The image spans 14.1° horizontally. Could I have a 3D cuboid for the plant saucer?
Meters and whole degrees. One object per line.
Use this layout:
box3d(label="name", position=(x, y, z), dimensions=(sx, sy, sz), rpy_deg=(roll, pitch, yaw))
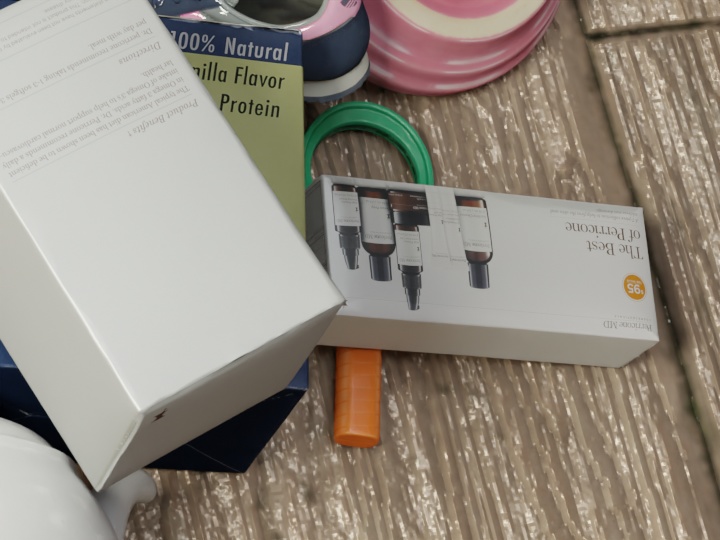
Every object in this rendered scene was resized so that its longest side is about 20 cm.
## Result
box3d(label="plant saucer", position=(0.043, -0.201, 1.644), dimensions=(0.200, 0.051, 0.202), rpy_deg=(4, 83, -31))

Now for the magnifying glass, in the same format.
box3d(label="magnifying glass", position=(0.000, 0.000, 1.601), dimensions=(0.079, 0.022, 0.201), rpy_deg=(8, 64, -15))

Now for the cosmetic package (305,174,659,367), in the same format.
box3d(label="cosmetic package", position=(0.063, 0.002, 1.586), dimensions=(0.199, 0.051, 0.083), rpy_deg=(4, 69, -25))

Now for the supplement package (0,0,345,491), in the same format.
box3d(label="supplement package", position=(-0.118, -0.021, 1.362), dimensions=(0.117, 0.117, 0.200), rpy_deg=(-28, 78, -26))

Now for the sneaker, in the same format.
box3d(label="sneaker", position=(-0.093, -0.147, 1.574), dimensions=(0.199, 0.082, 0.070), rpy_deg=(5, 50, 5))

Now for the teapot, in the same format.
box3d(label="teapot", position=(-0.200, 0.125, 1.380), dimensions=(0.196, 0.200, 0.147), rpy_deg=(3, 74, -1))

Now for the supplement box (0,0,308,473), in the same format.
box3d(label="supplement box", position=(-0.138, -0.017, 1.496), dimensions=(0.199, 0.134, 0.201), rpy_deg=(5, 67, -16))
